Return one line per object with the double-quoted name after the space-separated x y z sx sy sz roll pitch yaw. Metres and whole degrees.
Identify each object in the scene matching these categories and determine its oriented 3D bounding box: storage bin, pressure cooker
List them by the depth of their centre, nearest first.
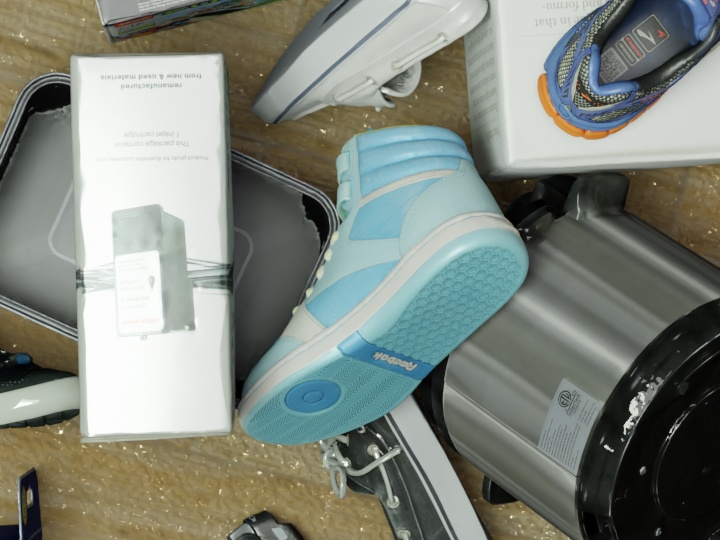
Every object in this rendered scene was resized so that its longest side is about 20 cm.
0.131 0.052 1.556 0.176 0.179 0.200 -47 49 -12 "pressure cooker"
-0.122 -0.016 1.600 0.199 0.094 0.136 24 88 -3 "storage bin"

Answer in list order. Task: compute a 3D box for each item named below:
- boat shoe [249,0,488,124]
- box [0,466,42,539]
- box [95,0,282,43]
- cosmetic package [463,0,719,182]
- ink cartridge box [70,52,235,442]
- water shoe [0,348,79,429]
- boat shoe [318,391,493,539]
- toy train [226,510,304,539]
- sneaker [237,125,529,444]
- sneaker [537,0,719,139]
0.002 -0.120 1.564 0.065 0.200 0.074 39 61 -11 "boat shoe"
-0.197 0.216 1.580 0.032 0.121 0.202 -2 89 -2 "box"
-0.055 -0.176 1.596 0.198 0.110 0.035 -14 90 -2 "box"
0.145 -0.158 1.575 0.165 0.167 0.202 -4 90 -4 "cosmetic package"
-0.109 -0.012 1.482 0.082 0.147 0.202 -1 91 -2 "ink cartridge box"
-0.242 0.050 1.565 0.199 0.071 0.080 -1 89 31 "water shoe"
0.011 0.105 1.611 0.068 0.074 0.200 -28 109 1 "boat shoe"
-0.006 0.225 1.633 0.046 0.034 0.200 -37 90 -15 "toy train"
0.000 0.000 1.532 0.200 0.079 0.131 -38 50 23 "sneaker"
0.180 -0.146 1.454 0.075 0.078 0.200 42 87 -3 "sneaker"
